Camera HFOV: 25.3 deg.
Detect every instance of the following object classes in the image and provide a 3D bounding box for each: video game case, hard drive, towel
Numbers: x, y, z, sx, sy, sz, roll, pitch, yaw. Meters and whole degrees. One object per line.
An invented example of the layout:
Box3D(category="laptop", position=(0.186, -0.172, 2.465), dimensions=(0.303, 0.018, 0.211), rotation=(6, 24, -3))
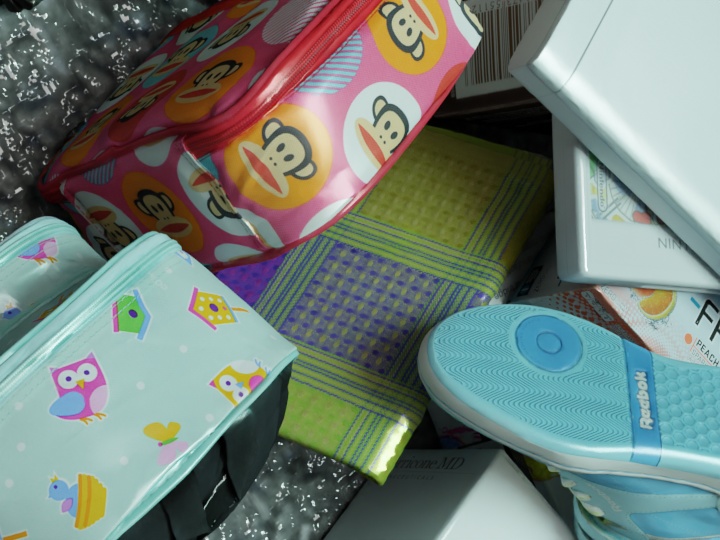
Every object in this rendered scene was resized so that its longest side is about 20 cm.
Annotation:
Box3D(category="video game case", position=(0.169, -0.089, 0.796), dimensions=(0.181, 0.023, 0.201), rotation=(4, 80, -33))
Box3D(category="hard drive", position=(0.170, -0.082, 0.766), dimensions=(0.200, 0.027, 0.132), rotation=(41, 64, -23))
Box3D(category="towel", position=(0.000, 0.000, 0.797), dimensions=(0.200, 0.143, 0.023), rotation=(-59, 154, -26))

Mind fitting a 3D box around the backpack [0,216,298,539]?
Box3D(category="backpack", position=(-0.121, 0.069, 0.657), dimensions=(0.153, 0.200, 0.176), rotation=(48, 62, -2))

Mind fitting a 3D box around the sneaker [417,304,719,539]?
Box3D(category="sneaker", position=(0.108, 0.093, 0.766), dimensions=(0.199, 0.131, 0.080), rotation=(18, 51, -7))

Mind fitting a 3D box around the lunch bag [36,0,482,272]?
Box3D(category="lunch bag", position=(-0.040, -0.080, 0.728), dimensions=(0.082, 0.200, 0.176), rotation=(52, 57, -20))

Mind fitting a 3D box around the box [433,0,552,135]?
Box3D(category="box", position=(0.136, -0.115, 0.881), dimensions=(0.200, 0.100, 0.075), rotation=(4, 82, -50))

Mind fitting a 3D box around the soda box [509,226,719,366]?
Box3D(category="soda box", position=(0.171, 0.056, 0.831), dimensions=(0.200, 0.068, 0.064), rotation=(47, 59, -20))

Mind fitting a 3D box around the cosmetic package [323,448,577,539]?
Box3D(category="cosmetic package", position=(0.008, 0.184, 0.790), dimensions=(0.071, 0.101, 0.200), rotation=(50, 60, -19))

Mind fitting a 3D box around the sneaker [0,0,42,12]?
Box3D(category="sneaker", position=(-0.187, -0.221, 0.728), dimensions=(0.085, 0.078, 0.200), rotation=(-49, 120, -35))

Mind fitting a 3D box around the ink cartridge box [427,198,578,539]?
Box3D(category="ink cartridge box", position=(0.117, 0.064, 0.887), dimensions=(0.144, 0.084, 0.201), rotation=(-27, 99, -34))
